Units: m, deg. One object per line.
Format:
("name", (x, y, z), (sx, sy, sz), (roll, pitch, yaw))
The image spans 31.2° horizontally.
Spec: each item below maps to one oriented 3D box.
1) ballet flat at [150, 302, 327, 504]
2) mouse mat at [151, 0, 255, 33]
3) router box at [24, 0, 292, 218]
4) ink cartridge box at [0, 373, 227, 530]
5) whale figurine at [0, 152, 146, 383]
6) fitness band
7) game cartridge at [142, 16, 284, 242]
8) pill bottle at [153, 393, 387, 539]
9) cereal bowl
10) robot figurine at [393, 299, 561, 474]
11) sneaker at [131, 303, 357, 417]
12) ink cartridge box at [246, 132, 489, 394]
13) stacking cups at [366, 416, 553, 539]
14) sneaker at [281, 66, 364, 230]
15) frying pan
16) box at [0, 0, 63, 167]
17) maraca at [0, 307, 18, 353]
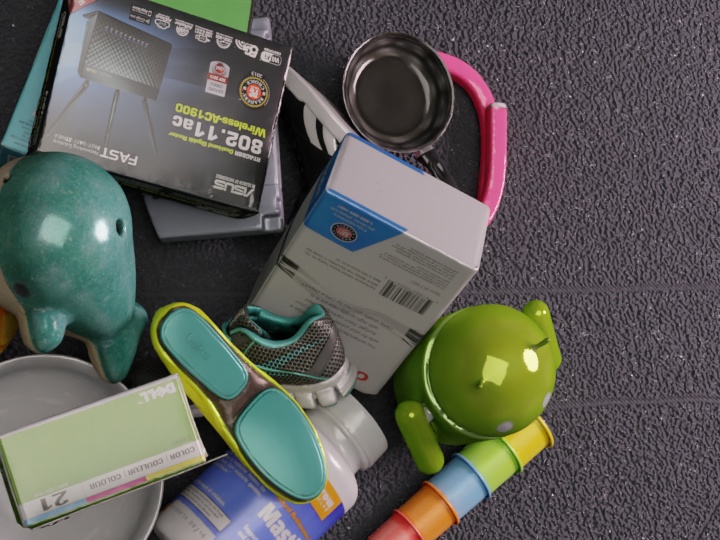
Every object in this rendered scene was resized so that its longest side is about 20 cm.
("ballet flat", (-0.102, 0.108, 1.064), (0.067, 0.067, 0.200), (-43, 98, -23))
("mouse mat", (-0.177, -0.188, 1.134), (0.160, 0.008, 0.202), (12, 81, -23))
("router box", (-0.169, -0.141, 1.094), (0.198, 0.062, 0.151), (14, 81, -22))
("ink cartridge box", (-0.191, 0.133, 0.966), (0.147, 0.200, 0.076), (-18, 86, -19))
("whale figurine", (-0.212, -0.001, 1.010), (0.160, 0.103, 0.201), (-75, 147, -43))
("fitness band", (0.071, -0.116, 1.259), (0.142, 0.037, 0.202), (7, 78, -15))
("game cartridge", (-0.141, -0.128, 1.179), (0.132, 0.040, 0.202), (-4, 81, -1))
("pill bottle", (-0.073, 0.193, 1.124), (0.200, 0.112, 0.112), (-41, 94, -18))
("cereal bowl", (-0.267, 0.173, 1.085), (0.198, 0.083, 0.202), (3, 81, -16))
("robot figurine", (0.099, 0.093, 1.145), (0.175, 0.200, 0.116), (-34, 90, -19))
("sneaker", (-0.105, 0.069, 1.120), (0.198, 0.078, 0.092), (-7, 120, 6))
("ink cartridge box", (0.000, 0.000, 1.129), (0.145, 0.200, 0.085), (27, 45, -10))
("stacking cups", (0.093, 0.206, 1.201), (0.200, 0.060, 0.061), (-41, 94, -17))
("sneaker", (-0.047, -0.094, 1.203), (0.112, 0.073, 0.200), (-45, 75, 8))
("frying pan", (0.061, -0.142, 1.229), (0.190, 0.031, 0.115), (42, 72, -13))
("box", (-0.262, -0.183, 1.147), (0.049, 0.082, 0.202), (21, 75, -13))
("maraca", (-0.353, 0.043, 1.018), (0.199, 0.107, 0.138), (-34, 129, -16))
